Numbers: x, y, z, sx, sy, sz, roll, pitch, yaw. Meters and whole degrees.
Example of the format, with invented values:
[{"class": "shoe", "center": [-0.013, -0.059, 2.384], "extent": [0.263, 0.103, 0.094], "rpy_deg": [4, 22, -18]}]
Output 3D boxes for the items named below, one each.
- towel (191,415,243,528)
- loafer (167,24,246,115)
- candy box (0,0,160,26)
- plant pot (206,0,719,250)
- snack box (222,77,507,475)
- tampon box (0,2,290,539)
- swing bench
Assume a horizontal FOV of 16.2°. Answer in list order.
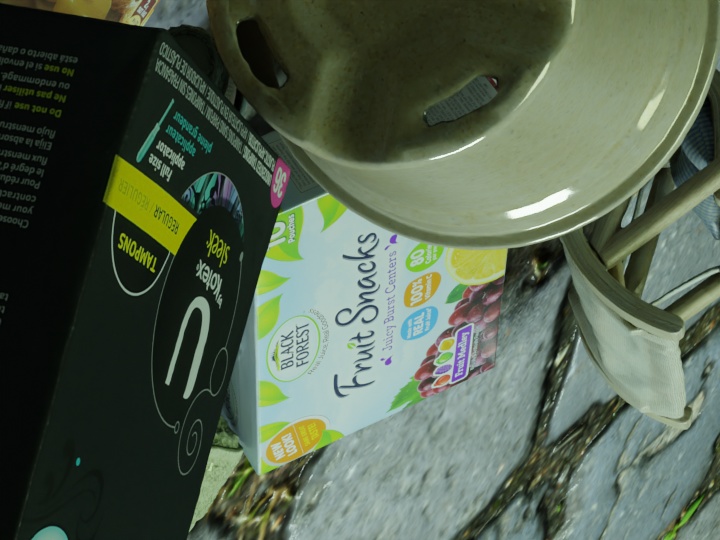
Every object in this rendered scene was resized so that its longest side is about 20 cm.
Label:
[{"class": "towel", "center": [-0.133, 0.127, 1.185], "extent": [0.148, 0.036, 0.200], "rpy_deg": [-60, 158, 7]}, {"class": "loafer", "center": [-0.119, -0.024, 0.975], "extent": [0.200, 0.072, 0.063], "rpy_deg": [-50, 151, -15]}, {"class": "candy box", "center": [-0.081, -0.164, 0.883], "extent": [0.200, 0.055, 0.115], "rpy_deg": [-56, 160, -4]}, {"class": "plant pot", "center": [0.029, -0.106, 0.957], "extent": [0.200, 0.200, 0.183], "rpy_deg": [-61, 169, 8]}, {"class": "snack box", "center": [0.000, 0.000, 1.219], "extent": [0.142, 0.053, 0.200], "rpy_deg": [-22, 145, -17]}, {"class": "tampon box", "center": [-0.124, 0.027, 0.833], "extent": [0.150, 0.126, 0.200], "rpy_deg": [46, 57, -69]}, {"class": "swing bench", "center": [0.192, -0.035, 1.520], "extent": [0.200, 0.130, 0.199], "rpy_deg": [-53, 162, -11]}]
